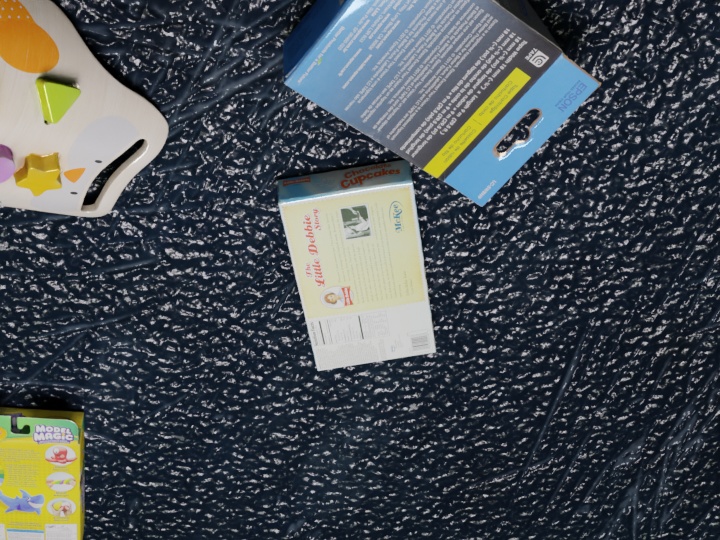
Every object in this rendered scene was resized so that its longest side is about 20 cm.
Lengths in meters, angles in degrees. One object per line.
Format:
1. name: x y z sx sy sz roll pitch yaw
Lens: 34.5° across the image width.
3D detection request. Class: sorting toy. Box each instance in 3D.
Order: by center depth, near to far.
1. sorting toy: -0.252 -0.100 0.907 0.179 0.107 0.200 16 129 -42

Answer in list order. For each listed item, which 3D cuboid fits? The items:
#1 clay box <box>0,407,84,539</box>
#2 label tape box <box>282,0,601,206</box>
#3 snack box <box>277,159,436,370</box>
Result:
1. clay box: -0.337 0.204 1.169 0.114 0.048 0.201 5 128 -8
2. label tape box: 0.060 -0.159 0.887 0.199 0.064 0.144 29 122 -26
3. snack box: 0.000 0.000 1.032 0.115 0.037 0.201 -9 130 2
